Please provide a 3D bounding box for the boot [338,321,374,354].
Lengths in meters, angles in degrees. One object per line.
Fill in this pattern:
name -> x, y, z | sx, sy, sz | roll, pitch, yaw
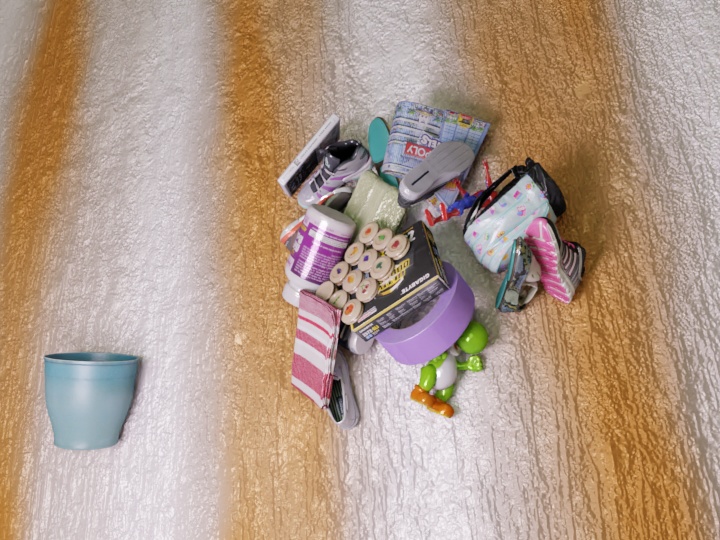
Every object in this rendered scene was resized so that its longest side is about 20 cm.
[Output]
boot -> 0.009, 0.069, 1.342 | 0.089, 0.073, 0.202 | 14, 66, 43

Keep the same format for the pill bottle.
pill bottle -> -0.093, -0.026, 1.364 | 0.111, 0.112, 0.204 | 30, 105, 26

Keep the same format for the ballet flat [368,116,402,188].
ballet flat -> 0.064, -0.233, 1.421 | 0.069, 0.071, 0.204 | -17, 75, 14

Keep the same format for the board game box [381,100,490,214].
board game box -> 0.151, -0.230, 1.357 | 0.195, 0.062, 0.205 | 14, 83, -9

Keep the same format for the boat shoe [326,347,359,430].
boat shoe -> -0.056, 0.218, 1.313 | 0.073, 0.067, 0.202 | -31, 64, 7

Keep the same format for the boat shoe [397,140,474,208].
boat shoe -> 0.141, -0.191, 1.289 | 0.198, 0.071, 0.073 | -32, 80, -28

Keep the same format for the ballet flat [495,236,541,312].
ballet flat -> 0.294, 0.011, 1.191 | 0.072, 0.202, 0.076 | 0, 57, 1

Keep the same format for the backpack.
backpack -> 0.291, -0.095, 1.246 | 0.199, 0.166, 0.128 | -41, 62, 11

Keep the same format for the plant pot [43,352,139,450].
plant pot -> -0.591, 0.284, 1.432 | 0.195, 0.199, 0.193 | 2, 87, 20

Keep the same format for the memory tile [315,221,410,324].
memory tile -> 0.000, 0.000, 1.270 | 0.202, 0.017, 0.153 | -54, 37, -4

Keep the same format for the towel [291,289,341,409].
towel -> -0.094, 0.153, 1.288 | 0.143, 0.022, 0.205 | 23, 109, 54

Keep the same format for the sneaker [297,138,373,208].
sneaker -> -0.073, -0.222, 1.428 | 0.198, 0.140, 0.078 | -37, 69, 5

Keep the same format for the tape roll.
tape roll -> 0.117, 0.078, 1.239 | 0.198, 0.066, 0.202 | -34, 28, 20

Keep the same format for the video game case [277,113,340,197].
video game case -> -0.109, -0.246, 1.428 | 0.023, 0.200, 0.183 | 39, 88, -2

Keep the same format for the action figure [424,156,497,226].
action figure -> 0.203, -0.158, 1.287 | 0.065, 0.198, 0.101 | -16, 91, 48

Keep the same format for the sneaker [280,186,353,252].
sneaker -> -0.082, -0.101, 1.441 | 0.199, 0.077, 0.083 | -39, 77, 13

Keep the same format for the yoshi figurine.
yoshi figurine -> 0.177, 0.170, 1.228 | 0.110, 0.113, 0.203 | 22, 77, 9

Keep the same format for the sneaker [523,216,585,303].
sneaker -> 0.359, -0.035, 1.189 | 0.088, 0.201, 0.073 | -48, 38, -18

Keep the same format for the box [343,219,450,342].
box -> 0.062, 0.018, 1.244 | 0.198, 0.049, 0.162 | -33, 38, 20

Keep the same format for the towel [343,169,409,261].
towel -> 0.018, -0.095, 1.379 | 0.147, 0.036, 0.203 | 35, 106, 29
